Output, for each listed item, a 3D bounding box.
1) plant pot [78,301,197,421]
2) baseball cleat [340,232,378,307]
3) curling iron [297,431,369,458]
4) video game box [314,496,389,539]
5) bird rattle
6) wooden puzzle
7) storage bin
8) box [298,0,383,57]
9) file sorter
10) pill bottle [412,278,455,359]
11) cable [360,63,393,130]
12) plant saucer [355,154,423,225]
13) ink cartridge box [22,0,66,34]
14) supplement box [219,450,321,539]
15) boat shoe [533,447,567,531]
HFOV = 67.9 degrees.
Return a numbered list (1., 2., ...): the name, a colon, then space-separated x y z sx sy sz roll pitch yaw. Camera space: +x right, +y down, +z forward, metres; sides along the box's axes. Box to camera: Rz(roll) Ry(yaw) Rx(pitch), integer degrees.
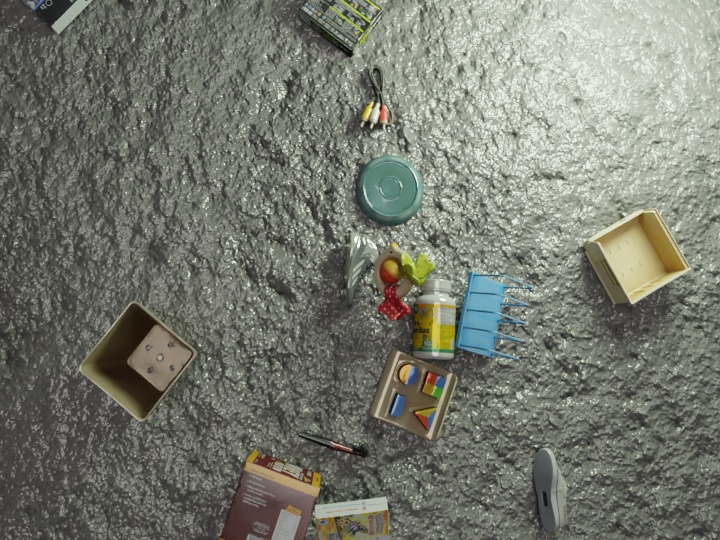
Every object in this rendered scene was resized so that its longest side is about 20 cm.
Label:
1. plant pot: -0.522 0.221 1.327 0.199 0.177 0.201 38 83 2
2. baseball cleat: 0.000 0.000 1.441 0.104 0.070 0.206 5 86 -9
3. curling iron: -0.068 0.449 1.397 0.195 0.026 0.051 15 119 2
4. video game box: -0.017 0.660 1.321 0.177 0.047 0.205 -6 113 -6
5. bird rattle: 0.098 0.025 1.402 0.111 0.202 0.164 -7 49 -43
6. wooden puzzle: 0.143 0.331 1.417 0.196 0.046 0.189 22 82 0
7. storage bin: 0.755 -0.040 1.476 0.197 0.094 0.202 -28 85 -6
8. box: -0.057 -0.744 1.547 0.198 0.044 0.162 36 82 2
9. file sorter: 0.352 0.121 1.392 0.137 0.122 0.205 18 81 -31
10. pill bottle: 0.195 0.129 1.413 0.110 0.113 0.205 4 83 -3
11. cable: 0.056 -0.490 1.516 0.095 0.050 0.205 8 83 -3
12. plant saucer: 0.083 -0.229 1.497 0.195 0.027 0.206 0 83 -4
13. ink cartridge box: -0.861 -0.809 1.510 0.197 0.043 0.201 41 81 3
14. supplement box: -0.218 0.587 1.319 0.193 0.133 0.204 19 82 0
15. boat shoe: 0.507 0.571 1.404 0.068 0.071 0.205 2 77 -30
